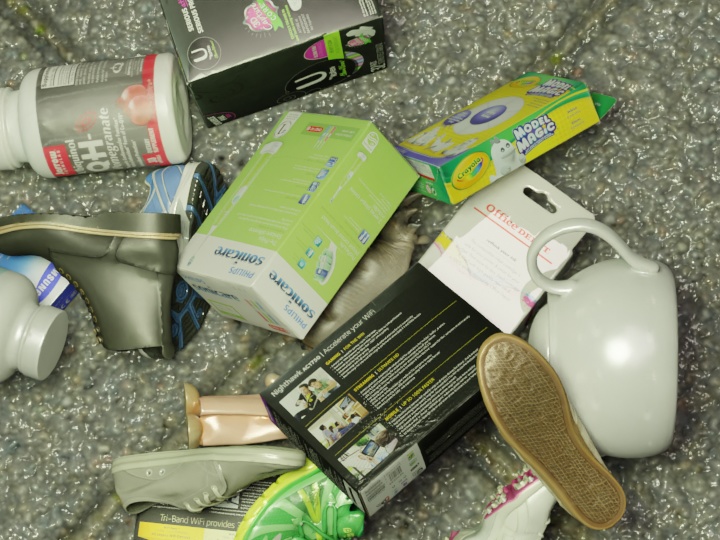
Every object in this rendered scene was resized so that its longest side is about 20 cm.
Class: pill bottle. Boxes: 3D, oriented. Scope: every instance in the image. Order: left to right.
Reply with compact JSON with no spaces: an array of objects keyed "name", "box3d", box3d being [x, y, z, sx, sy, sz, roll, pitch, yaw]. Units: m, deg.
[{"name":"pill bottle","box3d":[-0.381,0.040,1.630,0.200,0.111,0.111,17,77,7]},{"name":"pill bottle","box3d":[-0.274,-0.150,1.715,0.199,0.111,0.111,-7,75,5]}]

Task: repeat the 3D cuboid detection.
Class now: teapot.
[{"name":"teapot","box3d":[0.213,0.076,1.587,0.146,0.197,0.201,1,72,5]}]

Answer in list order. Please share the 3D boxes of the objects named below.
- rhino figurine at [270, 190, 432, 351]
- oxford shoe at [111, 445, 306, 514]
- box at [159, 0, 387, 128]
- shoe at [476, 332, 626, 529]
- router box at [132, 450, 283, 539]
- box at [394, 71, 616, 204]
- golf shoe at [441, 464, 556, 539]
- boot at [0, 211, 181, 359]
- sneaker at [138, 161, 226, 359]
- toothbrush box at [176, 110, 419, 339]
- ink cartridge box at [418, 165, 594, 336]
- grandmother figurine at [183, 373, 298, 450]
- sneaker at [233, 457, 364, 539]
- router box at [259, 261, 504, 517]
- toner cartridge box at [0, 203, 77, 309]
[{"name":"rhino figurine","box3d":[0.000,0.000,1.676,0.087,0.060,0.200,37,82,34]},{"name":"oxford shoe","box3d":[-0.137,0.190,1.571,0.200,0.075,0.058,-10,76,24]},{"name":"box","box3d":[-0.087,-0.246,1.709,0.200,0.149,0.125,-18,76,-2]},{"name":"shoe","box3d":[0.160,0.142,1.515,0.070,0.053,0.200,-33,99,-6]},{"name":"router box","box3d":[-0.115,0.260,1.630,0.199,0.052,0.158,6,76,5]},{"name":"box","box3d":[0.139,-0.136,1.671,0.200,0.117,0.048,-28,111,-17]},{"name":"golf shoe","box3d":[0.140,0.252,1.595,0.092,0.075,0.200,44,108,1]},{"name":"boot","box3d":[-0.267,0.014,1.646,0.200,0.077,0.139,0,90,23]},{"name":"sneaker","box3d":[-0.190,-0.010,1.705,0.077,0.076,0.200,5,75,28]},{"name":"toothbrush box","box3d":[-0.063,-0.047,1.642,0.145,0.086,0.200,12,60,52]},{"name":"ink cartridge box","box3d":[0.126,0.002,1.675,0.116,0.068,0.200,37,82,12]},{"name":"grandmother figurine","box3d":[-0.065,0.139,1.644,0.199,0.061,0.121,-4,52,-8]},{"name":"sneaker","box3d":[-0.039,0.219,1.571,0.200,0.074,0.084,-40,71,-9]},{"name":"router box","box3d":[0.031,0.103,1.558,0.200,0.051,0.149,-39,55,-15]},{"name":"toner cartridge box","box3d":[-0.361,0.040,1.707,0.095,0.043,0.200,37,80,11]}]
